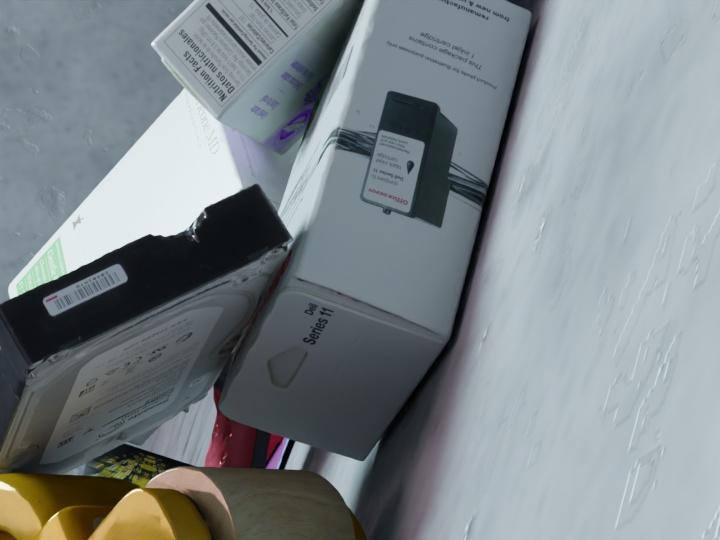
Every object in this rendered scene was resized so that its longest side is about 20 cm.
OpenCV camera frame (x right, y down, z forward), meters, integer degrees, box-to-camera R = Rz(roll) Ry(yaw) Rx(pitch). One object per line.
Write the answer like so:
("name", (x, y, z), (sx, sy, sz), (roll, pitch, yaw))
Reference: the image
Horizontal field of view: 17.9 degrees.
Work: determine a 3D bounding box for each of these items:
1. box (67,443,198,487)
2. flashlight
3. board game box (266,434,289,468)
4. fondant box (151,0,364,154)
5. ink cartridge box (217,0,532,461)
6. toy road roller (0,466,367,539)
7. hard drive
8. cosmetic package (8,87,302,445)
("box", (-0.123, 0.169, 1.268), (0.200, 0.160, 0.049), (-82, 9, -66))
("flashlight", (-0.087, 0.117, 1.391), (0.068, 0.067, 0.201), (-84, 4, -75))
("board game box", (-0.070, 0.096, 1.578), (0.158, 0.039, 0.201), (-94, 25, -75))
("fondant box", (-0.004, -0.156, 1.199), (0.200, 0.058, 0.144), (-42, -11, 6))
("ink cartridge box", (0.007, -0.028, 1.123), (0.147, 0.083, 0.201), (121, 168, -57))
("toy road roller", (-0.109, 0.136, 1.041), (0.200, 0.123, 0.146), (-48, 57, 26))
("hard drive", (-0.117, 0.042, 1.072), (0.139, 0.038, 0.200), (-26, -14, -27))
("cosmetic package", (-0.109, -0.006, 1.324), (0.200, 0.085, 0.108), (-47, 42, 26))
